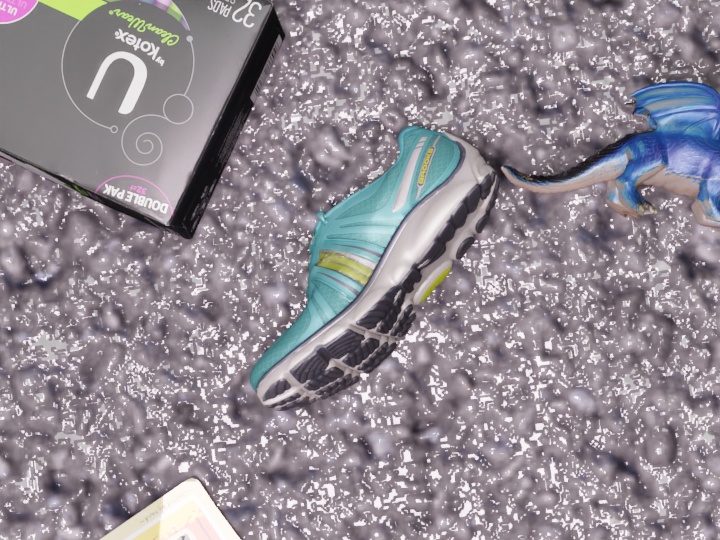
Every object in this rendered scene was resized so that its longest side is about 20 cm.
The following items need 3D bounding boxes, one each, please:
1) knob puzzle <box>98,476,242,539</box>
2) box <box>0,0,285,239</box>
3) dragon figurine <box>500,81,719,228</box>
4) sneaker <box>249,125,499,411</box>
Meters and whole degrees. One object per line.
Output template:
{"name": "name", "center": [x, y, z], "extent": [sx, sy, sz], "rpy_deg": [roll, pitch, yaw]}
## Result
{"name": "knob puzzle", "center": [-0.118, 0.256, 1.398], "extent": [0.220, 0.030, 0.220], "rpy_deg": [0, 87, 2]}
{"name": "box", "center": [-0.166, -0.127, 1.376], "extent": [0.200, 0.124, 0.149], "rpy_deg": [24, 88, 2]}
{"name": "dragon figurine", "center": [0.187, -0.080, 1.390], "extent": [0.200, 0.059, 0.099], "rpy_deg": [7, 87, 2]}
{"name": "sneaker", "center": [0.000, 0.000, 1.398], "extent": [0.080, 0.078, 0.200], "rpy_deg": [37, 84, 23]}
